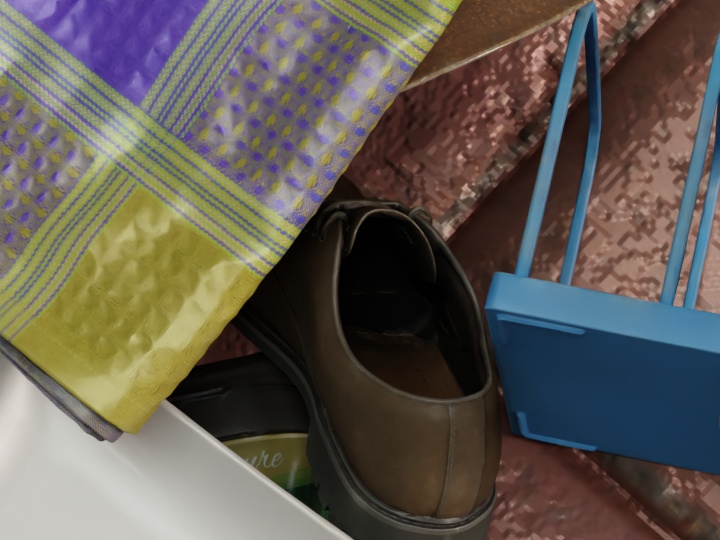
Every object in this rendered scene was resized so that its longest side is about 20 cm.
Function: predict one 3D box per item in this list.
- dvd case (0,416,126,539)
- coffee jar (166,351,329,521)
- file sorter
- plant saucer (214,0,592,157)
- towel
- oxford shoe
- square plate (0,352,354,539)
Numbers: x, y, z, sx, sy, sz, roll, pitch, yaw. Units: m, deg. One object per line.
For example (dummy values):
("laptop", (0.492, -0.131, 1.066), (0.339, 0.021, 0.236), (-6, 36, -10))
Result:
("dvd case", (-0.106, 0.149, 0.710), (0.200, 0.022, 0.146), (45, 70, 5))
("coffee jar", (-0.047, 0.130, 0.787), (0.104, 0.085, 0.201), (-11, 72, -4))
("file sorter", (0.156, -0.001, 0.773), (0.199, 0.139, 0.123), (11, 72, 11))
("plant saucer", (-0.009, -0.083, 0.792), (0.199, 0.200, 0.037), (-22, 100, 1))
("towel", (-0.064, -0.061, 0.707), (0.144, 0.023, 0.200), (41, 94, 23))
("oxford shoe", (0.000, 0.000, 0.769), (0.072, 0.085, 0.200), (-8, 41, -25))
("square plate", (-0.081, 0.143, 0.690), (0.200, 0.028, 0.198), (36, 68, 4))
